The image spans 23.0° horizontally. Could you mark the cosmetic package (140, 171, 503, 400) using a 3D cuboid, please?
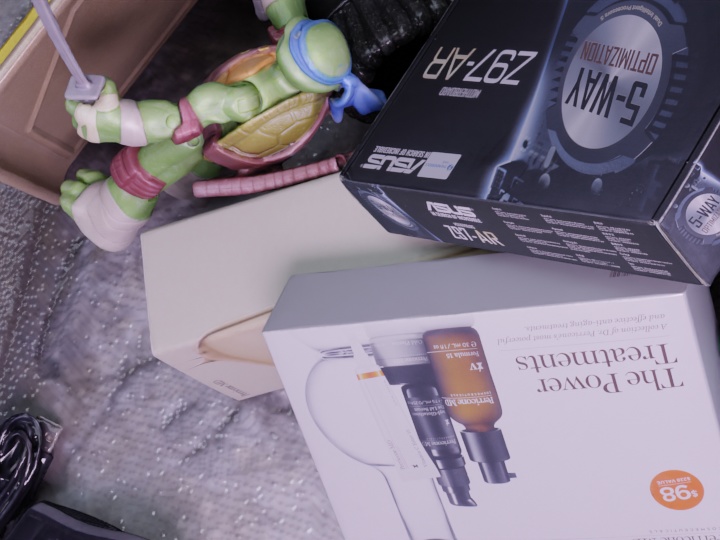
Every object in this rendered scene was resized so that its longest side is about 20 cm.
[{"bbox_3d":[0.000,0.000,0.907,0.200,0.104,0.073,-17,66,20],"label":"cosmetic package"}]

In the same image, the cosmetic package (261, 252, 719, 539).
[{"bbox_3d":[0.072,0.067,0.824,0.200,0.151,0.052,-6,34,23],"label":"cosmetic package"}]

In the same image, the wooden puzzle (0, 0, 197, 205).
[{"bbox_3d":[-0.146,-0.136,0.978,0.037,0.185,0.200,33,89,6],"label":"wooden puzzle"}]

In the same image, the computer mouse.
[{"bbox_3d":[-0.149,0.170,0.950,0.200,0.053,0.139,21,80,40],"label":"computer mouse"}]

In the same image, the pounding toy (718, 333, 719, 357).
[{"bbox_3d":[0.234,0.010,0.760,0.200,0.142,0.184,3,114,26],"label":"pounding toy"}]

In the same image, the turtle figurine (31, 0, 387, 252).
[{"bbox_3d":[-0.098,-0.109,0.925,0.194,0.200,0.144,-42,31,48],"label":"turtle figurine"}]

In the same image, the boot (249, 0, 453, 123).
[{"bbox_3d":[0.026,-0.197,0.975,0.211,0.079,0.158,-54,52,11],"label":"boot"}]

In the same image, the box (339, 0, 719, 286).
[{"bbox_3d":[0.102,-0.080,0.771,0.200,0.044,0.160,12,64,51],"label":"box"}]
